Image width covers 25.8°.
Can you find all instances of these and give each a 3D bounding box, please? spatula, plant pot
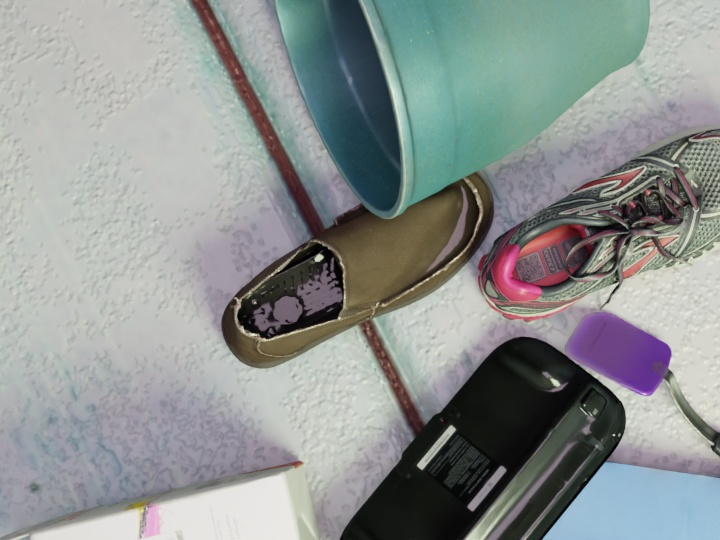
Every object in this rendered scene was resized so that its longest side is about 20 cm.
[{"bbox_3d":[0.218,0.095,1.004,0.200,0.021,0.057,40,45,-1],"label":"spatula"},{"bbox_3d":[0.066,-0.157,0.957,0.187,0.200,0.202,-21,85,-14],"label":"plant pot"}]

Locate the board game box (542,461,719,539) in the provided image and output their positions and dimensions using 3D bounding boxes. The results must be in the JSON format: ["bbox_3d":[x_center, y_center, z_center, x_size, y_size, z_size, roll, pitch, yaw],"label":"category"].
[{"bbox_3d":[0.196,0.208,0.995,0.198,0.039,0.160,7,80,1],"label":"board game box"}]

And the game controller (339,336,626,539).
[{"bbox_3d":[0.075,0.135,0.988,0.104,0.042,0.200,35,79,35],"label":"game controller"}]

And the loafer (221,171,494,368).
[{"bbox_3d":[0.000,0.000,1.001,0.199,0.071,0.073,-35,85,0],"label":"loafer"}]

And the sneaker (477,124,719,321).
[{"bbox_3d":[0.169,-0.026,0.993,0.199,0.075,0.081,-30,85,0],"label":"sneaker"}]

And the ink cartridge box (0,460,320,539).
[{"bbox_3d":[-0.129,0.174,0.973,0.198,0.116,0.068,-13,86,3],"label":"ink cartridge box"}]
